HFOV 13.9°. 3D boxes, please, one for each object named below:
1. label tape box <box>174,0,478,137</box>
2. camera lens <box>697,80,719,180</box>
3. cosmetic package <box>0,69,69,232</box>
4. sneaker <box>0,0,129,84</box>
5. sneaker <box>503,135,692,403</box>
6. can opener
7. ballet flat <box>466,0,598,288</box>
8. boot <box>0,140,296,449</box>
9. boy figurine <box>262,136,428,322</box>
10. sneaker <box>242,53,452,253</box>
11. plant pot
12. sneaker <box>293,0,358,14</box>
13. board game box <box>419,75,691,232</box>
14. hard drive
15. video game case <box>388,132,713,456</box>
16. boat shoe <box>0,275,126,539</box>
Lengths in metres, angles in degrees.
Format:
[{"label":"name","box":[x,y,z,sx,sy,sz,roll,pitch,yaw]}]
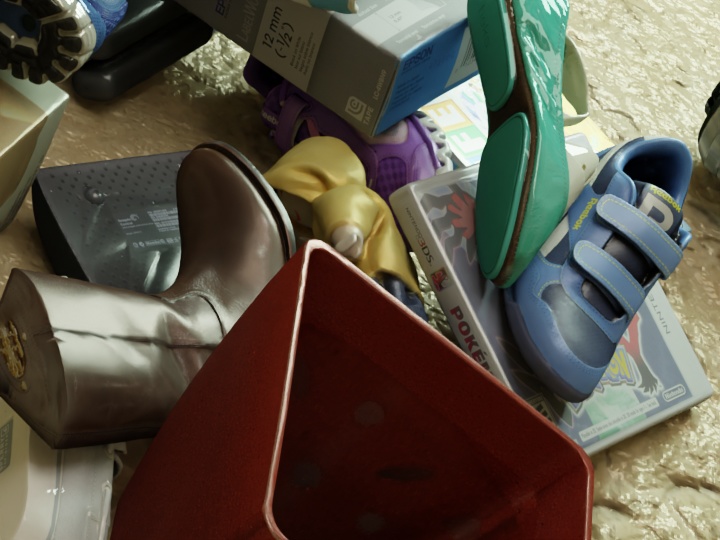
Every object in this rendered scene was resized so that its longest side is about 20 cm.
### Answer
[{"label":"label tape box","box":[-0.019,-0.179,1.777,0.200,0.066,0.143,37,41,18]},{"label":"camera lens","box":[0.335,-0.081,1.943,0.200,0.160,0.160,41,38,12]},{"label":"cosmetic package","box":[-0.241,-0.033,1.538,0.071,0.105,0.200,34,39,5]},{"label":"sneaker","box":[-0.211,-0.174,1.587,0.199,0.079,0.089,33,37,13]},{"label":"sneaker","box":[0.140,-0.009,1.688,0.074,0.082,0.201,45,40,-22]},{"label":"can opener","box":[-0.126,-0.161,1.815,0.066,0.054,0.200,12,29,29]},{"label":"ballet flat","box":[0.103,-0.082,1.687,0.070,0.067,0.201,9,64,-22]},{"label":"boot","box":[-0.119,0.008,1.512,0.199,0.064,0.187,3,55,-43]},{"label":"boy figurine","box":[0.000,0.000,1.672,0.064,0.124,0.201,-30,62,0]},{"label":"sneaker","box":[-0.012,-0.083,1.779,0.088,0.081,0.201,-3,44,-30]},{"label":"plant pot","box":[-0.021,0.146,1.410,0.200,0.176,0.201,39,34,-23]},{"label":"sneaker","box":[-0.009,-0.219,1.727,0.080,0.077,0.201,25,45,0]},{"label":"board game box","box":[0.101,-0.070,1.871,0.134,0.034,0.200,-19,61,-45]},{"label":"hard drive","box":[-0.094,0.021,1.629,0.134,0.042,0.200,-9,55,-40]},{"label":"video game case","box":[0.116,0.017,1.729,0.200,0.023,0.183,-19,80,-53]},{"label":"boat shoe","box":[-0.151,0.088,1.502,0.068,0.072,0.201,35,28,-27]}]
